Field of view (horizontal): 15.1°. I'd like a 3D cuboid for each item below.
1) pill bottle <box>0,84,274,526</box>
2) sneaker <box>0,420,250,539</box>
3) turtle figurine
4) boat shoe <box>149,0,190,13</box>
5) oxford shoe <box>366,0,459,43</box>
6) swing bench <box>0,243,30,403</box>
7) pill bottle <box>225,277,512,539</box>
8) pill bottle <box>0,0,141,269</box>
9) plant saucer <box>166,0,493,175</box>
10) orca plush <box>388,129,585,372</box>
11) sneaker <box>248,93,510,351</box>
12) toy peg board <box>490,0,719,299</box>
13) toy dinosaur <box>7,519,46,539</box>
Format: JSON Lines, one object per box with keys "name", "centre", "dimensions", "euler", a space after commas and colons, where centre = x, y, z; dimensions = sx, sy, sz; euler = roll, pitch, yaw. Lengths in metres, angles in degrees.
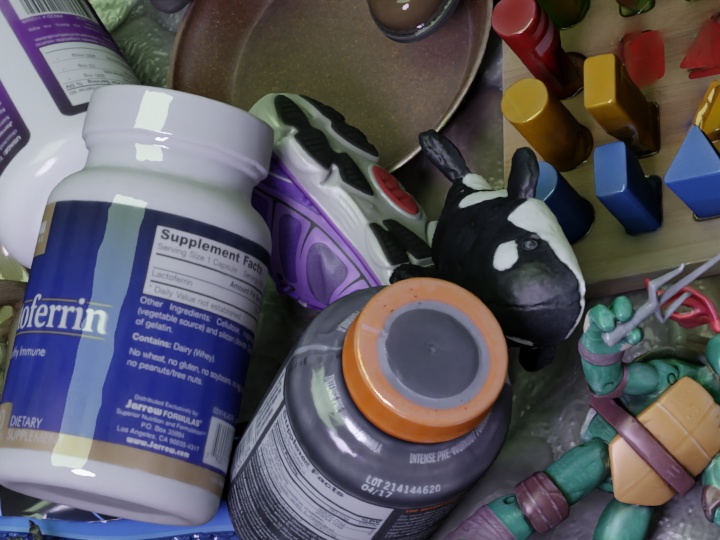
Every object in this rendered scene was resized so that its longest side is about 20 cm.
{"name": "pill bottle", "centre": [-0.107, 0.017, 1.334], "dimensions": [0.115, 0.116, 0.201], "euler": [4, 76, 31]}
{"name": "sneaker", "centre": [-0.119, 0.111, 1.416], "dimensions": [0.199, 0.070, 0.078], "euler": [-3, 63, 21]}
{"name": "turtle figurine", "centre": [0.139, 0.086, 1.261], "dimensions": [0.150, 0.101, 0.200], "euler": [43, 93, -3]}
{"name": "boat shoe", "centre": [-0.094, -0.226, 1.569], "dimensions": [0.067, 0.057, 0.200], "euler": [-7, 40, 30]}
{"name": "oxford shoe", "centre": [0.019, -0.221, 1.435], "dimensions": [0.072, 0.084, 0.201], "euler": [-3, 81, 28]}
{"name": "swing bench", "centre": [-0.269, 0.079, 1.461], "dimensions": [0.199, 0.200, 0.130], "euler": [-34, 96, 13]}
{"name": "pill bottle", "centre": [0.007, 0.074, 1.267], "dimensions": [0.106, 0.200, 0.107], "euler": [6, 65, -14]}
{"name": "pill bottle", "centre": [-0.164, -0.068, 1.501], "dimensions": [0.111, 0.111, 0.200], "euler": [-39, 53, 8]}
{"name": "plant saucer", "centre": [-0.012, -0.118, 1.486], "dimensions": [0.200, 0.037, 0.201], "euler": [-13, 61, 24]}
{"name": "orca plush", "centre": [0.047, -0.015, 1.305], "dimensions": [0.071, 0.105, 0.200], "euler": [-5, 33, -11]}
{"name": "sneaker", "centre": [0.000, 0.000, 1.392], "dimensions": [0.200, 0.081, 0.083], "euler": [52, 122, 22]}
{"name": "toy peg board", "centre": [0.148, -0.105, 1.348], "dimensions": [0.200, 0.098, 0.200], "euler": [-12, 61, 25]}
{"name": "toy dinosaur", "centre": [-0.134, 0.175, 1.377], "dimensions": [0.200, 0.088, 0.048], "euler": [9, 58, 33]}
